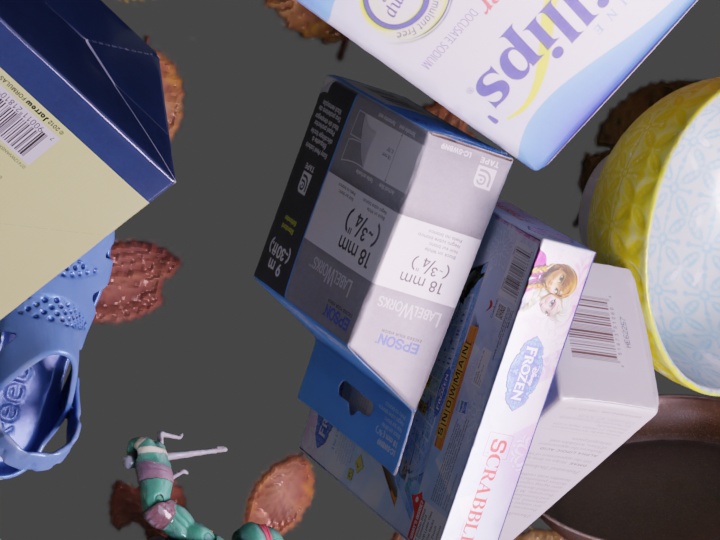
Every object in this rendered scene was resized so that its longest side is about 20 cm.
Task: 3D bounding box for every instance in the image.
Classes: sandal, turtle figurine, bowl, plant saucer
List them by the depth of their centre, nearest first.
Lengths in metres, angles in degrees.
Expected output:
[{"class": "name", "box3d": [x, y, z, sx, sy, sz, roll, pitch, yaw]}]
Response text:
[{"class": "sandal", "box3d": [-0.182, 0.036, 1.647, 0.079, 0.087, 0.201, 7, 102, -26]}, {"class": "turtle figurine", "box3d": [-0.121, 0.177, 1.721, 0.200, 0.101, 0.150, -15, 113, -15]}, {"class": "bowl", "box3d": [0.202, -0.029, 1.788, 0.200, 0.108, 0.201, -13, 109, -43]}, {"class": "plant saucer", "box3d": [0.198, 0.137, 1.801, 0.200, 0.200, 0.032, -14, 118, -21]}]

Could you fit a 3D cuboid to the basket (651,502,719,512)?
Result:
[{"class": "basket", "box3d": [0.219, 0.238, 1.881, 0.136, 0.180, 0.201, 4, 100, 19]}]

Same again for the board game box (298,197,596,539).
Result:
[{"class": "board game box", "box3d": [0.047, 0.051, 1.697, 0.041, 0.199, 0.200, 13, 101, -28]}]

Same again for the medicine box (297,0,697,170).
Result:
[{"class": "medicine box", "box3d": [0.080, -0.193, 1.626, 0.200, 0.103, 0.182, 34, 111, -21]}]

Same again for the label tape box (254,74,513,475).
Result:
[{"class": "label tape box", "box3d": [0.000, 0.000, 1.689, 0.063, 0.144, 0.200, 16, 99, -29]}]

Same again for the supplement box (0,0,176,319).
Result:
[{"class": "supplement box", "box3d": [-0.239, -0.082, 1.513, 0.200, 0.134, 0.200, -37, 121, 16]}]

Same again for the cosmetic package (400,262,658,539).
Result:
[{"class": "cosmetic package", "box3d": [0.094, 0.086, 1.728, 0.074, 0.102, 0.200, 9, 146, -25]}]
